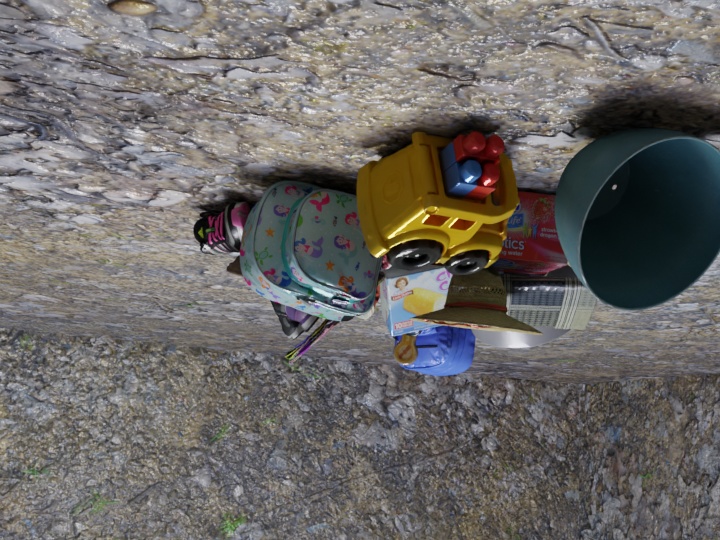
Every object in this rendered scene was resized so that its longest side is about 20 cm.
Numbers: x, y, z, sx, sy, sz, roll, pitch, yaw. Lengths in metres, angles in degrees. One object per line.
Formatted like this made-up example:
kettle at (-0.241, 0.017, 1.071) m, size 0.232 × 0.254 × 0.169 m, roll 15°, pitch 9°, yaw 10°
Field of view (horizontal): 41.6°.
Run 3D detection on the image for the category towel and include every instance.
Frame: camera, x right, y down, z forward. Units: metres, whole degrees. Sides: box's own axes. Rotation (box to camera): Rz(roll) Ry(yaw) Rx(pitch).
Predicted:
towel at (0.265, 0.046, 1.466) m, size 0.190 × 0.035 × 0.200 m, roll 1°, pitch 158°, yaw 7°
towel at (-0.042, 0.074, 1.527) m, size 0.023 × 0.144 × 0.200 m, roll 47°, pitch 147°, yaw 0°

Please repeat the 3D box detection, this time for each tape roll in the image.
tape roll at (0.284, 0.055, 1.658) m, size 0.198 × 0.067 × 0.201 m, roll -14°, pitch -155°, yaw 7°

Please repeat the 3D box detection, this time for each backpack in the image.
backpack at (-0.064, -0.032, 1.324) m, size 0.198 × 0.180 × 0.151 m, roll 16°, pitch 163°, yaw -13°
backpack at (0.135, 0.105, 1.885) m, size 0.161 × 0.203 × 0.167 m, roll -7°, pitch 165°, yaw 43°

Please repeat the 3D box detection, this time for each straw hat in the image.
straw hat at (0.163, 0.038, 1.334) m, size 0.198 × 0.086 × 0.201 m, roll 7°, pitch 175°, yaw 1°

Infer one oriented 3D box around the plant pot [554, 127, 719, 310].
plant pot at (0.296, -0.076, 1.066) m, size 0.198 × 0.202 × 0.135 m, roll 8°, pitch -157°, yaw -26°

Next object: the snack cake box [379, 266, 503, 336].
snack cake box at (0.133, 0.024, 1.559) m, size 0.197 × 0.116 × 0.067 m, roll -12°, pitch -145°, yaw -9°

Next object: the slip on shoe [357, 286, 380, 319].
slip on shoe at (0.000, 0.000, 1.578) m, size 0.073 × 0.061 × 0.201 m, roll 21°, pitch 147°, yaw 23°

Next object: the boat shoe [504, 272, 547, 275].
boat shoe at (0.230, -0.015, 1.641) m, size 0.197 × 0.068 × 0.057 m, roll -4°, pitch 149°, yaw 5°

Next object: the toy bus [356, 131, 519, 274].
toy bus at (0.122, -0.095, 1.142) m, size 0.198 × 0.137 × 0.192 m, roll 7°, pitch 152°, yaw -33°

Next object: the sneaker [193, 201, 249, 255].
sneaker at (-0.216, -0.060, 1.473) m, size 0.086 × 0.075 × 0.200 m, roll -2°, pitch 174°, yaw -10°

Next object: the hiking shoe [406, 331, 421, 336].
hiking shoe at (0.067, 0.044, 1.648) m, size 0.073 × 0.087 × 0.202 m, roll -1°, pitch 126°, yaw 21°

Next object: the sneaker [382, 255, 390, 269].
sneaker at (0.062, -0.053, 1.454) m, size 0.074 × 0.081 × 0.200 m, roll -26°, pitch -174°, yaw -17°

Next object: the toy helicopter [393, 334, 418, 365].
toy helicopter at (0.109, 0.077, 1.751) m, size 0.131 × 0.203 × 0.079 m, roll 12°, pitch 176°, yaw 6°

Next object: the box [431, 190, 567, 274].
box at (0.183, -0.057, 1.328) m, size 0.197 × 0.101 × 0.095 m, roll 6°, pitch 169°, yaw -12°

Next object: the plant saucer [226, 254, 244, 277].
plant saucer at (-0.108, 0.003, 1.472) m, size 0.197 × 0.030 × 0.200 m, roll 10°, pitch -177°, yaw -1°

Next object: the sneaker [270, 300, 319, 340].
sneaker at (-0.112, 0.055, 1.580) m, size 0.087 × 0.076 × 0.200 m, roll 41°, pitch 161°, yaw -4°
